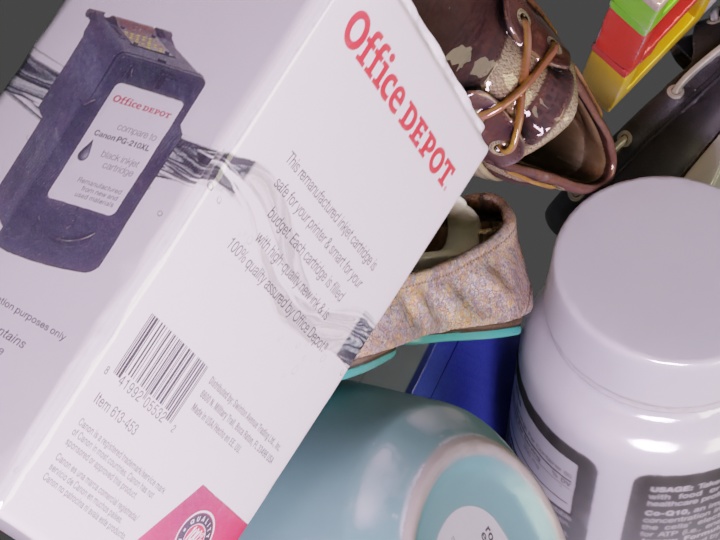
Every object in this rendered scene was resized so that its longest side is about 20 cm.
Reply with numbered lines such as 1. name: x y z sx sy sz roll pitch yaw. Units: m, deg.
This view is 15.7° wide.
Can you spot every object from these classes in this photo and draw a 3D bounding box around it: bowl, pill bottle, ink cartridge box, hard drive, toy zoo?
1. bowl: 0.006 0.124 0.927 0.201 0.105 0.202 22 63 -51
2. pill bottle: 0.119 0.061 1.086 0.114 0.114 0.200 -45 156 -32
3. ink cartridge box: -0.059 -0.005 0.820 0.200 0.084 0.145 -57 153 -10
4. hard drive: 0.041 0.086 1.149 0.132 0.025 0.200 -64 154 0
5. toy zoo: 0.145 -0.132 1.062 0.131 0.020 0.200 -46 174 -9

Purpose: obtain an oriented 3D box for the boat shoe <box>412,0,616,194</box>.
1. boat shoe: 0.051 -0.075 0.968 0.072 0.072 0.200 -58 153 -9

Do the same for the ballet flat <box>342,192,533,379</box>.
1. ballet flat: 0.000 0.000 0.969 0.200 0.068 0.068 -12 105 -60

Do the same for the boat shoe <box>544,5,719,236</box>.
1. boat shoe: 0.160 -0.082 1.153 0.200 0.060 0.074 -53 165 -3
